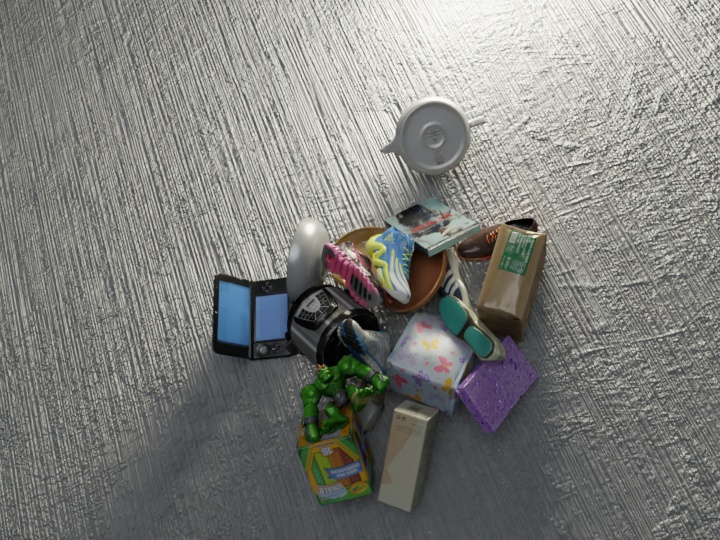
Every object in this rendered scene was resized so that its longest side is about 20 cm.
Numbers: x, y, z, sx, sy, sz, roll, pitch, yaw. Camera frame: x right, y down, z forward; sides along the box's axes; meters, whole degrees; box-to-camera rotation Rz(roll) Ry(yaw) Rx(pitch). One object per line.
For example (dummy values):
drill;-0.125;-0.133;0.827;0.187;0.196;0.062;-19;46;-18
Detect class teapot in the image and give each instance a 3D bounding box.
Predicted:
teapot;0.178;-0.332;1.689;0.198;0.146;0.199;28;102;-3

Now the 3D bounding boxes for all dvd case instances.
dvd case;0.163;-0.105;1.599;0.145;0.022;0.200;-26;35;-17

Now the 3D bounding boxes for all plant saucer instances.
plant saucer;0.125;0.009;1.594;0.199;0.037;0.202;-28;47;34
plant saucer;0.022;-0.019;1.609;0.197;0.036;0.202;-4;50;5

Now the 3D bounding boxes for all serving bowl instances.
serving bowl;-0.112;-0.021;1.622;0.065;0.200;0.203;10;74;12

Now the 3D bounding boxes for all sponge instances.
sponge;0.288;0.236;1.441;0.200;0.030;0.112;-38;92;-40

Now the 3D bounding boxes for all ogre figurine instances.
ogre figurine;-0.049;0.255;1.423;0.200;0.098;0.120;-49;50;10

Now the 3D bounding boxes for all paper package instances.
paper package;0.330;0.030;1.492;0.102;0.191;0.202;16;74;18

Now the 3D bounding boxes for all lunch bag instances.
lunch bag;0.169;0.192;1.513;0.168;0.128;0.201;19;50;18

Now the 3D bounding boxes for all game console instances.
game console;-0.255;0.105;1.658;0.168;0.118;0.203;-7;70;12

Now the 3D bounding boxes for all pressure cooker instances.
pressure cooker;-0.072;0.131;1.559;0.200;0.174;0.181;36;118;47

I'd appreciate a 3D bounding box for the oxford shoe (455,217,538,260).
oxford shoe;0.314;-0.081;1.598;0.198;0.073;0.072;-21;68;7

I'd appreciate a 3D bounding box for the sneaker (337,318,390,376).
sneaker;0.019;0.151;1.465;0.075;0.201;0.087;25;67;39

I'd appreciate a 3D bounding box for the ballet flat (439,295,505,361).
ballet flat;0.238;0.129;1.470;0.068;0.062;0.200;-55;42;18

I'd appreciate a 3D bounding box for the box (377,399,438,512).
box;0.101;0.387;1.445;0.077;0.095;0.203;13;97;20

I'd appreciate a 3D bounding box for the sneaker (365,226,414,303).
sneaker;0.080;-0.024;1.509;0.105;0.075;0.201;-43;48;17

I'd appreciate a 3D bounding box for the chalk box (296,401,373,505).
chalk box;-0.044;0.411;1.473;0.123;0.124;0.202;-17;111;9

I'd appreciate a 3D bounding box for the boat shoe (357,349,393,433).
boat shoe;0.027;0.269;1.554;0.074;0.068;0.202;19;77;20

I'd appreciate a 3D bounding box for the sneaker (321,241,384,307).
sneaker;0.000;0.000;1.533;0.095;0.080;0.200;-15;50;-38

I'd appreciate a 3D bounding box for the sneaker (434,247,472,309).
sneaker;0.201;0.048;1.584;0.083;0.075;0.202;-19;56;7
